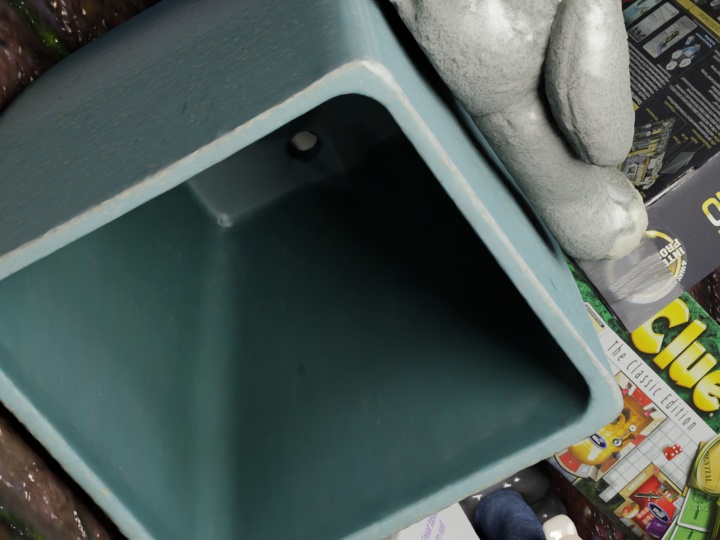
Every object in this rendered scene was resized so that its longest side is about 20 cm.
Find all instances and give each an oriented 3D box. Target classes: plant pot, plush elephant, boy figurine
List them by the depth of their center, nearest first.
[{"bbox_3d":[0.084,-0.133,1.060,0.165,0.155,0.200,60,7,32],"label":"plush elephant"},{"bbox_3d":[-0.036,-0.023,1.129,0.196,0.196,0.200,52,17,-32],"label":"plant pot"},{"bbox_3d":[0.114,0.164,1.314,0.200,0.064,0.124,45,-17,48],"label":"boy figurine"}]

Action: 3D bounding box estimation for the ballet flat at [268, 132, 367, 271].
[{"bbox_3d":[0.000,0.000,1.241,0.069,0.063,0.200,-10,50,-45],"label":"ballet flat"}]

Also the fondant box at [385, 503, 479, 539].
[{"bbox_3d":[0.040,0.204,1.245,0.200,0.058,0.144,59,25,-18],"label":"fondant box"}]

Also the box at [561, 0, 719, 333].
[{"bbox_3d":[0.141,-0.069,1.218,0.049,0.161,0.200,54,2,-22],"label":"box"}]

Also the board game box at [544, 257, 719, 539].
[{"bbox_3d":[0.128,0.057,1.331,0.200,0.105,0.023,42,5,-36],"label":"board game box"}]
